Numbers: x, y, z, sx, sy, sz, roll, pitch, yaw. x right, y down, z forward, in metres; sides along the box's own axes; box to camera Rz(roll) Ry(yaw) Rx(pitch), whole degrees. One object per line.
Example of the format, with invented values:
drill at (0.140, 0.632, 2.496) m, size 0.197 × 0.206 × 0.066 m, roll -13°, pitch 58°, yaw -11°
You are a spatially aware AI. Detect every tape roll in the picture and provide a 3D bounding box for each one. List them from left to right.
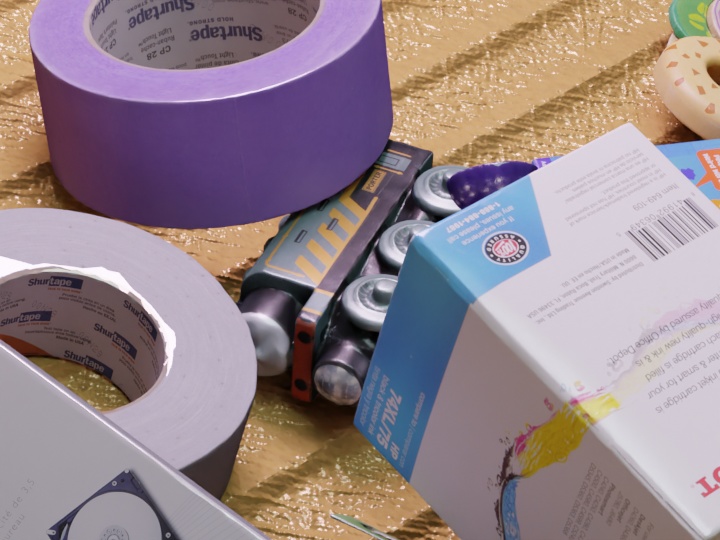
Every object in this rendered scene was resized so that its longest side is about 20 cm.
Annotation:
tape roll at (-0.156, 0.058, 1.536) m, size 0.200 × 0.066 × 0.200 m, roll 11°, pitch 41°, yaw -9°
tape roll at (-0.084, -0.113, 1.685) m, size 0.200 × 0.085 × 0.200 m, roll -4°, pitch 34°, yaw 3°

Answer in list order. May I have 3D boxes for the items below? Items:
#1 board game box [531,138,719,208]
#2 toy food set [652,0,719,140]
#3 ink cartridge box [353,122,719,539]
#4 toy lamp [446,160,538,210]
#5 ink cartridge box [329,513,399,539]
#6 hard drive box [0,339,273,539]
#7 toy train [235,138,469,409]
board game box at (0.211, -0.010, 1.705) m, size 0.200 × 0.045 × 0.152 m, roll -7°, pitch 45°, yaw -16°
toy food set at (0.286, -0.120, 1.901) m, size 0.200 × 0.049 × 0.198 m, roll 21°, pitch 41°, yaw 3°
ink cartridge box at (0.124, 0.067, 1.387) m, size 0.147 × 0.146 × 0.200 m, roll -27°, pitch 61°, yaw -32°
toy lamp at (0.084, 0.045, 1.589) m, size 0.058 × 0.058 × 0.200 m, roll -1°, pitch 74°, yaw -21°
ink cartridge box at (0.067, 0.186, 1.443) m, size 0.200 × 0.059 × 0.104 m, roll 25°, pitch -1°, yaw 6°
hard drive box at (-0.153, 0.139, 1.381) m, size 0.200 × 0.077 × 0.156 m, roll 34°, pitch 85°, yaw 18°
toy train at (0.000, 0.000, 1.650) m, size 0.114 × 0.085 × 0.200 m, roll 16°, pitch 42°, yaw 16°
